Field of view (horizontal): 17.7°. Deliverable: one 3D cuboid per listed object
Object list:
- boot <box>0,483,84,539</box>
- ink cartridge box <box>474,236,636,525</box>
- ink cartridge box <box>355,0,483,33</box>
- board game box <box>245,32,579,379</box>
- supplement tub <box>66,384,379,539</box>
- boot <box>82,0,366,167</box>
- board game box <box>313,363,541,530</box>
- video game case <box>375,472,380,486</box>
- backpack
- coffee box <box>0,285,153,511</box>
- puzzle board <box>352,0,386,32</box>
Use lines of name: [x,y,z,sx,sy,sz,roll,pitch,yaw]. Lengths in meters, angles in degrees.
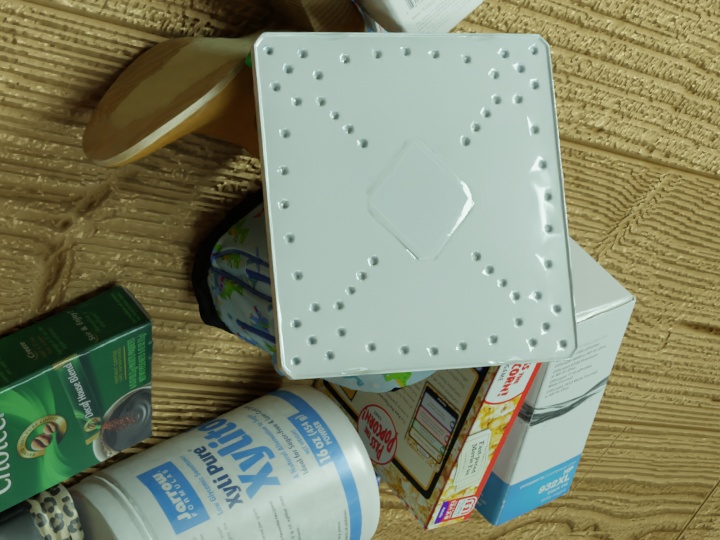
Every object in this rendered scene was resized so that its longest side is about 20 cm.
boot: [-0.262,0.234,1.574,0.150,0.073,0.200,-27,142,-28]
ink cartridge box: [0.105,0.062,1.706,0.084,0.145,0.200,-18,139,-34]
ink cartridge box: [0.027,-0.231,1.347,0.117,0.067,0.200,-41,146,-6]
board game box: [0.030,-0.040,1.370,0.199,0.201,0.026,-3,174,-27]
supplement tub: [-0.099,0.173,1.623,0.200,0.132,0.132,-24,142,-29]
boot: [-0.067,-0.091,1.413,0.201,0.071,0.144,-43,137,-17]
board game box: [0.051,0.059,1.641,0.046,0.152,0.200,-9,134,-40]
video game case: [-0.083,0.243,1.795,0.200,0.045,0.182,-22,142,-30]
backpack: [0.000,0.000,1.478,0.163,0.200,0.154,-30,134,-19]
coffee box: [-0.227,0.100,1.485,0.200,0.044,0.123,-25,143,-26]
puzzle board: [0.047,-0.231,1.442,0.151,0.017,0.200,-35,145,-13]
